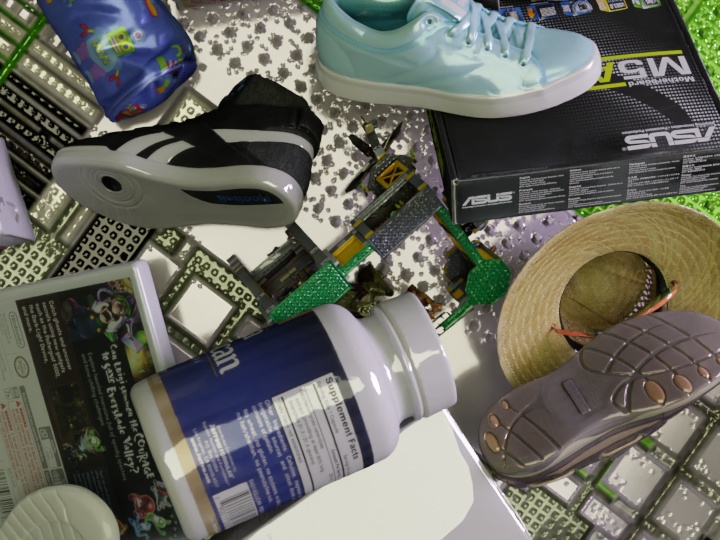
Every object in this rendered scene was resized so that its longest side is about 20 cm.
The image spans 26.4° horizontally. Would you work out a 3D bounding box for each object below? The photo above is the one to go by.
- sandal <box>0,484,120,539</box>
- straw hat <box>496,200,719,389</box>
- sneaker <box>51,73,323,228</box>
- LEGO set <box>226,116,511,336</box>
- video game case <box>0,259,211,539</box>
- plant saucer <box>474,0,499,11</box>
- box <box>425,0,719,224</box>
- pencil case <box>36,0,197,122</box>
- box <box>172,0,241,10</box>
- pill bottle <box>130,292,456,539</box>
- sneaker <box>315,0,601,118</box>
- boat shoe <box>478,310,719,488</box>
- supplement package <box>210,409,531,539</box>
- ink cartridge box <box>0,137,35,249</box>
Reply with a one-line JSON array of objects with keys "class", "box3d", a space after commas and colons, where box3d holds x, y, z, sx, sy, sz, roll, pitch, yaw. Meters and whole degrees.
[{"class": "sandal", "box3d": [-0.222, 0.206, 1.090, 0.202, 0.050, 0.083, -42, 77, 38]}, {"class": "straw hat", "box3d": [0.179, 0.016, 1.126, 0.199, 0.085, 0.203, -6, 124, -9]}, {"class": "sneaker", "box3d": [-0.119, -0.092, 1.126, 0.198, 0.073, 0.113, 7, 54, 19]}, {"class": "LEGO set", "box3d": [0.000, 0.000, 1.125, 0.200, 0.116, 0.154, -47, 123, 2]}, {"class": "video game case", "box3d": [-0.206, 0.105, 1.093, 0.180, 0.023, 0.202, -11, 100, 21]}, {"class": "plant saucer", "box3d": [0.068, -0.278, 1.063, 0.032, 0.200, 0.202, -8, 91, 4]}, {"class": "box", "box3d": [0.145, -0.123, 1.086, 0.198, 0.194, 0.048, -6, 133, -2]}, {"class": "pencil case", "box3d": [-0.192, -0.210, 1.106, 0.086, 0.078, 0.201, -28, 94, 23]}, {"class": "box", "box3d": [-0.048, -0.257, 1.097, 0.198, 0.112, 0.102, -9, 92, -2]}, {"class": "pill bottle", "box3d": [-0.042, 0.089, 1.013, 0.198, 0.111, 0.112, -22, 92, -9]}, {"class": "sneaker", "box3d": [0.064, -0.156, 1.037, 0.198, 0.082, 0.074, 0, 46, 6]}, {"class": "boat shoe", "box3d": [0.174, 0.092, 1.089, 0.198, 0.073, 0.075, -23, 61, -5]}, {"class": "supplement package", "box3d": [0.004, 0.192, 1.103, 0.199, 0.121, 0.120, -35, 93, -2]}, {"class": "ink cartridge box", "box3d": [-0.341, -0.035, 1.068, 0.198, 0.146, 0.085, -16, 91, -4]}]
